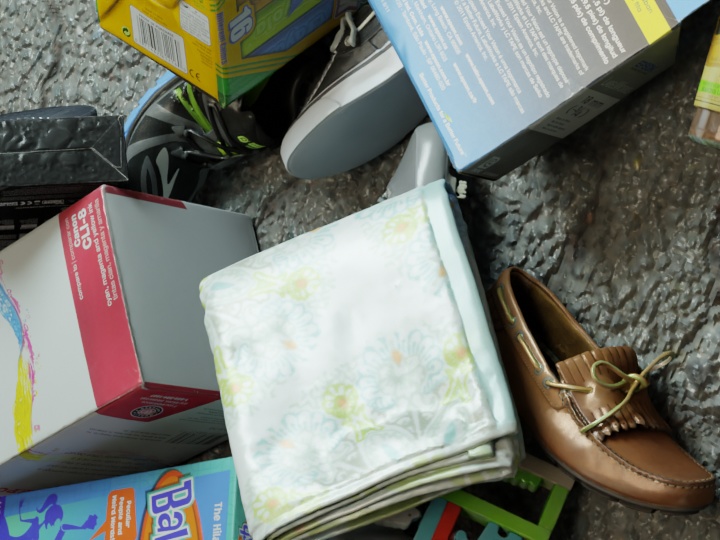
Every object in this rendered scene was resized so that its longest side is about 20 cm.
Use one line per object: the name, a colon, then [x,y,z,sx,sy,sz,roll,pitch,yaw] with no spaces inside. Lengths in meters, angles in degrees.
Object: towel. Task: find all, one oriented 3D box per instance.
towel: [-0.002,0.056,1.469,0.170,0.048,0.201,-20,56,10]

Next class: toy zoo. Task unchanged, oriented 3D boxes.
toy zoo: [0.029,0.183,1.458,0.131,0.020,0.201,24,71,4]

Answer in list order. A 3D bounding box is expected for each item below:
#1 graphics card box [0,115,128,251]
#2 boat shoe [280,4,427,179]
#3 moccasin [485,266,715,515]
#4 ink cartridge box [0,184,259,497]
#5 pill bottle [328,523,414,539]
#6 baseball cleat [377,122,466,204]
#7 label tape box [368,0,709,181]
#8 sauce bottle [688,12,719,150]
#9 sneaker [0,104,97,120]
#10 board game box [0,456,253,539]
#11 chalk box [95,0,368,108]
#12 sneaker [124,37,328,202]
graphics card box: [-0.224,-0.047,1.683,0.200,0.125,0.051,118,148,-72]
boat shoe: [0.018,-0.141,1.581,0.199,0.073,0.068,-46,54,24]
moccasin: [0.137,0.069,1.452,0.201,0.073,0.078,50,124,45]
ink cartridge box: [-0.175,0.056,1.672,0.200,0.145,0.145,-29,65,34]
pill bottle: [-0.009,0.218,1.520,0.119,0.119,0.201,-15,73,39]
baseball cleat: [0.000,0.000,1.555,0.070,0.106,0.201,-151,72,-85]
label tape box: [0.116,-0.165,1.459,0.200,0.063,0.145,-33,72,21]
sauce bottle: [0.238,-0.160,1.397,0.065,0.065,0.201,18,95,41]
sneaker: [-0.259,-0.073,1.830,0.199,0.070,0.083,-8,95,43]
board game box: [-0.152,0.209,1.596,0.199,0.045,0.153,-12,63,29]
chalk box: [-0.062,-0.224,1.595,0.124,0.200,0.124,34,148,29]
sneaker: [-0.094,-0.102,1.674,0.200,0.071,0.083,-48,50,22]
